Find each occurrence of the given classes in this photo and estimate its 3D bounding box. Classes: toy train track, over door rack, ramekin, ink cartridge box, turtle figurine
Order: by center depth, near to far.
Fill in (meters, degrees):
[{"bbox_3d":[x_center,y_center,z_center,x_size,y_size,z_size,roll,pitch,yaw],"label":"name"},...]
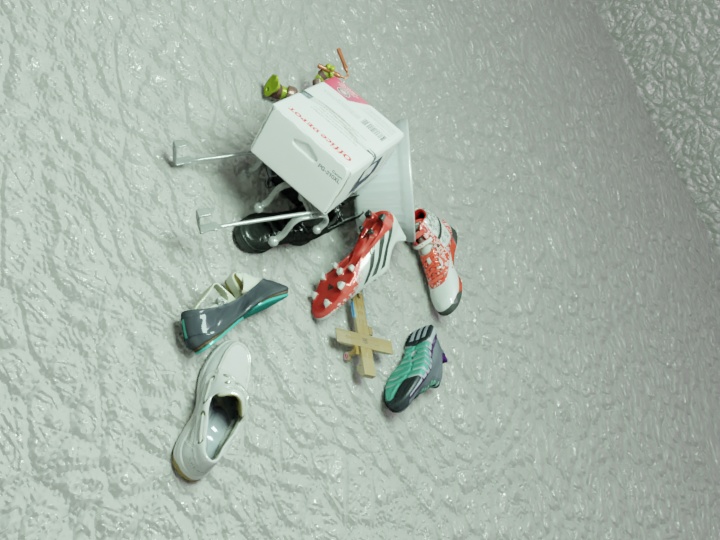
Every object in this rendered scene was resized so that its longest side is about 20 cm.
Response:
[{"bbox_3d":[-0.159,-0.108,1.206,0.197,0.067,0.149,-2,49,-32],"label":"over door rack"},{"bbox_3d":[-0.044,-0.184,1.233,0.144,0.085,0.200,40,33,4],"label":"ink cartridge box"},{"bbox_3d":[-0.008,0.080,1.364,0.113,0.032,0.203,17,51,-36],"label":"toy train track"},{"bbox_3d":[0.038,-0.146,1.426,0.200,0.096,0.205,-3,90,-87],"label":"ramekin"},{"bbox_3d":[-0.086,-0.282,1.443,0.159,0.064,0.204,3,89,-41],"label":"turtle figurine"}]

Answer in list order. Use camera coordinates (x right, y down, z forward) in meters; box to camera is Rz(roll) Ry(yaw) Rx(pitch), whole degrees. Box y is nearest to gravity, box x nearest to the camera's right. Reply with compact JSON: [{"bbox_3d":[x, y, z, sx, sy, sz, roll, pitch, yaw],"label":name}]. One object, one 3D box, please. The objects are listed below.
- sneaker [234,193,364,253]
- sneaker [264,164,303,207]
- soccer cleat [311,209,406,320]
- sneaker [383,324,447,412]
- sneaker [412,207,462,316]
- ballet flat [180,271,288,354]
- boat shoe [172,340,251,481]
[{"bbox_3d":[-0.090,-0.075,1.289,0.198,0.103,0.061,-8,75,-52],"label":"sneaker"},{"bbox_3d":[-0.085,-0.201,1.358,0.113,0.075,0.203,26,74,-33],"label":"sneaker"},{"bbox_3d":[0.000,0.000,1.327,0.085,0.068,0.202,43,76,-41],"label":"soccer cleat"},{"bbox_3d":[0.103,0.177,1.408,0.088,0.074,0.201,56,36,-19],"label":"sneaker"},{"bbox_3d":[0.126,-0.021,1.558,0.107,0.067,0.204,34,42,-33],"label":"sneaker"},{"bbox_3d":[-0.169,0.041,1.154,0.199,0.072,0.074,-34,96,-51],"label":"ballet flat"},{"bbox_3d":[-0.168,0.167,1.077,0.071,0.069,0.202,39,42,-27],"label":"boat shoe"}]
